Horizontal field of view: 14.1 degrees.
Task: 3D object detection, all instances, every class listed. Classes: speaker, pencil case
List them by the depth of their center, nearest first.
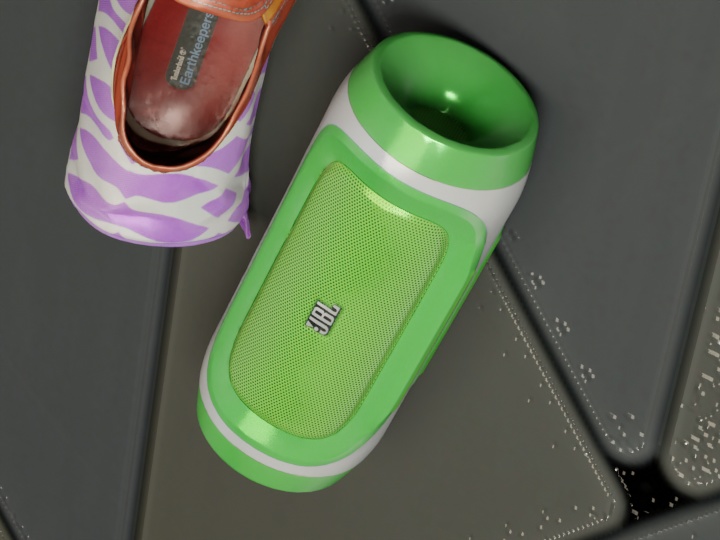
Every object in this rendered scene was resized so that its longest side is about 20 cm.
[{"bbox_3d":[0.000,0.000,1.200,0.088,0.088,0.200,39,129,14],"label":"speaker"},{"bbox_3d":[-0.067,-0.105,1.206,0.084,0.085,0.200,-118,36,-46],"label":"pencil case"}]

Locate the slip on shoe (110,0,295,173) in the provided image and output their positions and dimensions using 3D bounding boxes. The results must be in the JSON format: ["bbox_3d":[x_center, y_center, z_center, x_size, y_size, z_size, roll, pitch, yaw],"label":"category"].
[{"bbox_3d":[-0.050,-0.121,1.106,0.074,0.061,0.200,17,122,-9],"label":"slip on shoe"}]
